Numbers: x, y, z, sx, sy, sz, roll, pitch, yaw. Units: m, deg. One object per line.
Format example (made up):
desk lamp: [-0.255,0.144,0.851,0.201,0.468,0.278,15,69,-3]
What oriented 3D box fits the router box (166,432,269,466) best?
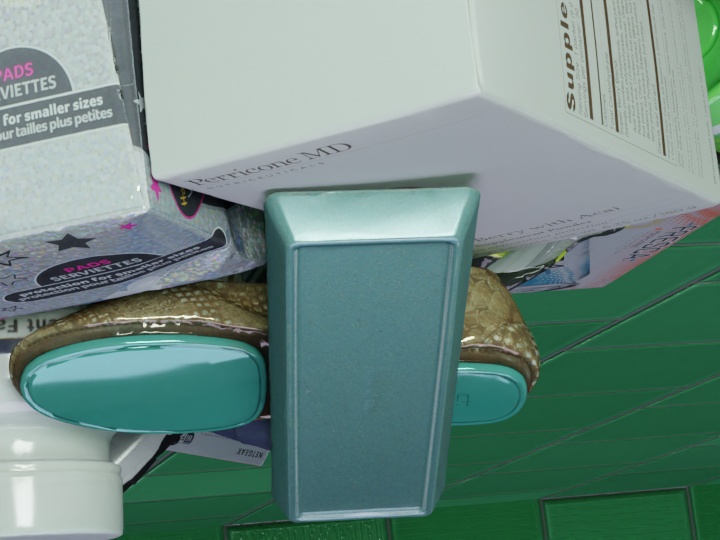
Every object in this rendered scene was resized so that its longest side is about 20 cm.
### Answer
router box: [-0.153,0.035,1.058,0.179,0.049,0.200,28,-177,26]

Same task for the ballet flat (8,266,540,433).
ballet flat: [-0.032,0.024,0.760,0.199,0.065,0.071,3,141,-10]

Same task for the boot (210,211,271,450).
boot: [0.000,0.000,0.853,0.090,0.200,0.073,21,149,17]

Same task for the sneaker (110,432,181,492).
sneaker: [-0.081,0.059,0.920,0.073,0.200,0.112,18,152,32]

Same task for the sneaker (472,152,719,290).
sneaker: [0.075,-0.039,0.937,0.200,0.077,0.075,-31,-175,22]

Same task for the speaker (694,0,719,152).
speaker: [0.176,-0.083,0.839,0.088,0.089,0.200,-15,165,33]

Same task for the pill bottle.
pill bottle: [-0.140,0.010,0.810,0.111,0.201,0.111,-3,170,-1]

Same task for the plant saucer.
plant saucer: [0.002,0.038,0.711,0.070,0.019,0.200,-2,146,-3]

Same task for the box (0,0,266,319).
box: [-0.150,-0.051,0.697,0.199,0.133,0.115,-11,168,16]

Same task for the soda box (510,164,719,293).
soda box: [0.132,-0.041,1.057,0.068,0.064,0.200,-3,166,-16]

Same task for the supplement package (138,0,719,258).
supplement package: [0.027,-0.082,0.682,0.121,0.120,0.200,-12,166,29]
